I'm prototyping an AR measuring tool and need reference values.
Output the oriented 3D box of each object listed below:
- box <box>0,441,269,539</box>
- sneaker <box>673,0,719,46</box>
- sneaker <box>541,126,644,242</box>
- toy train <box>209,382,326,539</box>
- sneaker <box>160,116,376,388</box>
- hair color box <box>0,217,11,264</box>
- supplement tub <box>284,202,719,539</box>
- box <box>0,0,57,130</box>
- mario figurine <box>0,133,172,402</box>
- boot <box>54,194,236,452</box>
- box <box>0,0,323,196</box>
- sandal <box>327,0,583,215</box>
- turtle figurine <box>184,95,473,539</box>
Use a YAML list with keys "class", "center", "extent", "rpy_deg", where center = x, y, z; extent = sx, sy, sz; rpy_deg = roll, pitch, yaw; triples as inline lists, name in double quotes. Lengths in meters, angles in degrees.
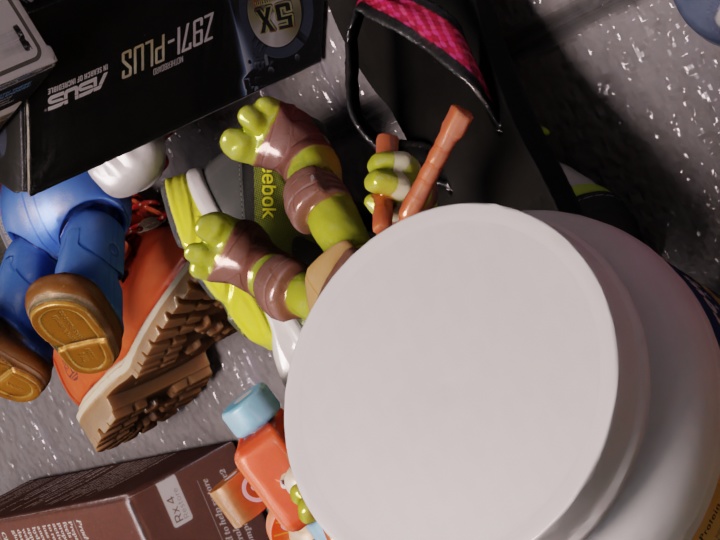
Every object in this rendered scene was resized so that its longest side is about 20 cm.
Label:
- class: "box"
  center: [-0.122, 0.151, 1.454]
  extent: [0.200, 0.075, 0.101]
  rpy_deg: [-13, 101, 55]
- class: "sneaker"
  center: [0.138, -0.134, 0.949]
  extent: [0.070, 0.082, 0.200]
  rpy_deg: [50, 142, 15]
- class: "sneaker"
  center: [0.056, 0.033, 1.173]
  extent: [0.083, 0.071, 0.201]
  rpy_deg: [44, 129, 35]
- class: "toy train"
  center: [-0.003, 0.132, 1.233]
  extent: [0.200, 0.056, 0.150]
  rpy_deg: [53, -176, -11]
- class: "sneaker"
  center: [0.004, 0.023, 1.218]
  extent: [0.200, 0.084, 0.075]
  rpy_deg: [50, -172, -15]
- class: "hair color box"
  center: [-0.241, 0.017, 1.523]
  extent: [0.200, 0.060, 0.099]
  rpy_deg: [-15, 100, 54]
- class: "supplement tub"
  center: [0.076, 0.063, 1.001]
  extent: [0.144, 0.200, 0.145]
  rpy_deg: [-10, 70, 28]
- class: "box"
  center: [-0.206, -0.074, 1.148]
  extent: [0.117, 0.060, 0.200]
  rpy_deg: [58, 143, 6]
- class: "mario figurine"
  center: [-0.138, -0.049, 1.258]
  extent: [0.123, 0.201, 0.106]
  rpy_deg: [2, 139, 4]
- class: "boot"
  center: [-0.101, -0.003, 1.334]
  extent: [0.108, 0.075, 0.200]
  rpy_deg: [61, 145, 12]
- class: "box"
  center: [-0.139, -0.134, 1.218]
  extent: [0.200, 0.163, 0.087]
  rpy_deg: [31, 134, 34]
- class: "sandal"
  center: [0.026, -0.068, 1.116]
  extent: [0.075, 0.045, 0.201]
  rpy_deg: [-60, 43, 38]
- class: "turtle figurine"
  center: [0.000, 0.000, 1.102]
  extent: [0.161, 0.064, 0.201]
  rpy_deg: [47, 136, 45]
